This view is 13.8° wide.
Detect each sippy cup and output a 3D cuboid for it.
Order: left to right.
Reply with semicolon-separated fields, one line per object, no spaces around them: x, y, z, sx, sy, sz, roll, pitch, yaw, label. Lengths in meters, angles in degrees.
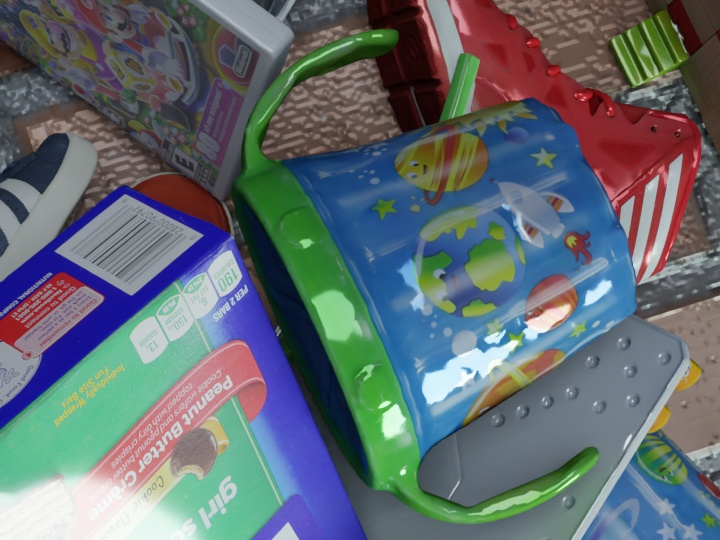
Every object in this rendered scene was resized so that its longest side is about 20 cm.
0.034;-0.001;1.193;0.130;0.140;0.178;-26;121;-8;sippy cup
0.108;0.125;1.297;0.178;0.140;0.131;-28;76;-34;sippy cup

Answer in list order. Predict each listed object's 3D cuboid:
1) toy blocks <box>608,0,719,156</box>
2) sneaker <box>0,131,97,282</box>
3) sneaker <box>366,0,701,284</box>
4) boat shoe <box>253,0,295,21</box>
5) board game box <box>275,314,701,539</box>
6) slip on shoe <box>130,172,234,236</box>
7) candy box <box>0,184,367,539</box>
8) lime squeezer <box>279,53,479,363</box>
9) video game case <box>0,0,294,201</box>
0.167;-0.136;1.323;0.100;0.137;0.201;-25;86;-10;toy blocks
-0.173;-0.010;1.255;0.084;0.200;0.075;25;122;-2;sneaker
0.081;-0.079;1.349;0.115;0.078;0.201;-21;98;-17;sneaker
-0.037;-0.170;1.340;0.071;0.068;0.201;4;56;29;boat shoe
0.022;0.084;1.270;0.200;0.026;0.200;28;83;42;board game box
-0.100;0.014;1.267;0.074;0.061;0.200;25;37;5;slip on shoe
-0.098;0.098;1.163;0.169;0.077;0.200;-41;133;-22;candy box
0.000;0.000;1.292;0.038;0.071;0.200;33;107;-27;lime squeezer
-0.124;-0.122;1.277;0.200;0.143;0.018;37;64;5;video game case
